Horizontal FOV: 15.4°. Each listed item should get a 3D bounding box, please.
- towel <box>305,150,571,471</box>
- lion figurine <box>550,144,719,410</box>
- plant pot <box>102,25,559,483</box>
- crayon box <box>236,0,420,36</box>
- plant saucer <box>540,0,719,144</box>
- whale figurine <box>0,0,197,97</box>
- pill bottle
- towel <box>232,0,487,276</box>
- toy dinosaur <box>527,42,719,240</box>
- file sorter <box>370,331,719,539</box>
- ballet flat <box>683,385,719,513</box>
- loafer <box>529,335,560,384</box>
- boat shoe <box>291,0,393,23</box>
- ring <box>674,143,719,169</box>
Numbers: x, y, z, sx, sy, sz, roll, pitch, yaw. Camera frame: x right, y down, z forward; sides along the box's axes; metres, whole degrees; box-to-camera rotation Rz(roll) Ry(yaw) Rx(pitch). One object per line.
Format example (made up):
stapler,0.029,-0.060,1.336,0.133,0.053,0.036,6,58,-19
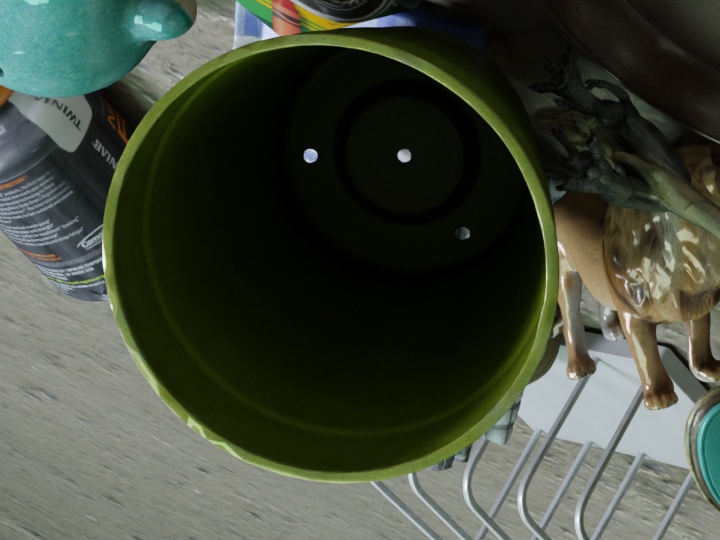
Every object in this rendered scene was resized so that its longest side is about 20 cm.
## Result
towel,0.000,0.000,1.428,0.200,0.166,0.086,25,-155,23
lion figurine,0.129,-0.006,1.313,0.200,0.072,0.123,11,120,61
plant pot,0.006,-0.031,1.228,0.200,0.201,0.193,30,-159,2
crayon box,-0.066,-0.190,1.232,0.200,0.051,0.127,39,161,-21
plant saucer,0.162,-0.108,1.118,0.200,0.032,0.200,28,163,9
whale figurine,-0.163,-0.157,1.387,0.159,0.104,0.200,32,162,-2
pill bottle,-0.199,-0.074,1.660,0.106,0.106,0.200,16,157,38
towel,-0.014,-0.048,1.360,0.147,0.200,0.024,21,-156,25
toy dinosaur,0.118,-0.047,1.174,0.088,0.047,0.200,32,-167,-35
file sorter,0.120,0.119,1.635,0.200,0.125,0.139,11,153,48
ballet flat,0.241,0.123,1.563,0.071,0.071,0.200,8,149,51
loafer,0.019,0.037,1.563,0.200,0.076,0.067,4,-177,-1
boat shoe,-0.048,-0.172,1.130,0.071,0.064,0.200,-29,122,19
ring,0.230,-0.005,1.302,0.200,0.019,0.200,27,162,10
